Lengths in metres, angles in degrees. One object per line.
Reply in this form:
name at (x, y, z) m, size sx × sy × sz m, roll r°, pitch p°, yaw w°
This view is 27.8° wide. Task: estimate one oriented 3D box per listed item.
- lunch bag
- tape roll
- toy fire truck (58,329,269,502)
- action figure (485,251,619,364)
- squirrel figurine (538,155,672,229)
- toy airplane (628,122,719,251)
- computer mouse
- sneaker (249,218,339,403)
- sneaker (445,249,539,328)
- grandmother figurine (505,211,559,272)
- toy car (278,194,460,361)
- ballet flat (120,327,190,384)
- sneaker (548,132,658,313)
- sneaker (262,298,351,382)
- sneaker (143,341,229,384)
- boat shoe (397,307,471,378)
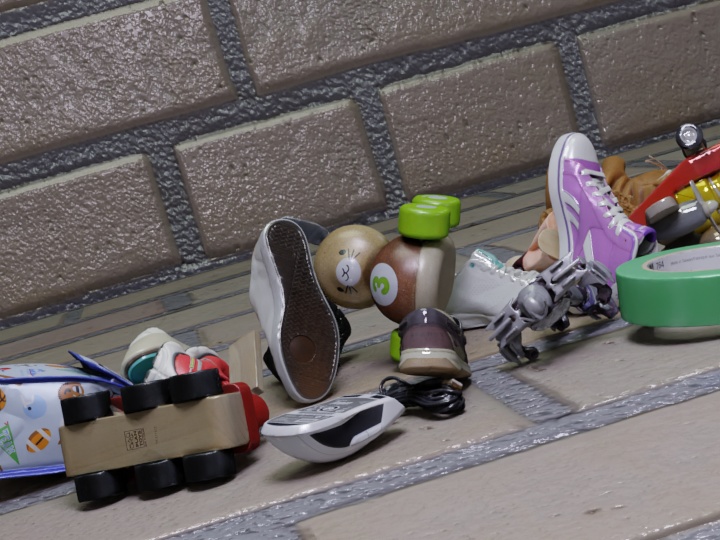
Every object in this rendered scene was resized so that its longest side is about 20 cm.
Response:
lunch bag at (-0.311, 0.149, 1.515) m, size 0.199 × 0.124 × 0.170 m, roll 0°, pitch 1°, yaw -19°
tape roll at (0.343, 0.009, 1.371) m, size 0.200 × 0.048 × 0.200 m, roll -8°, pitch 7°, yaw 1°
toy fire truck at (-0.165, 0.131, 1.369) m, size 0.176 × 0.129 × 0.200 m, roll -13°, pitch -5°, yaw 21°
action figure at (0.192, 0.034, 1.419) m, size 0.130 × 0.070 × 0.200 m, roll -32°, pitch -9°, yaw 18°
squirrel figurine at (0.346, -0.078, 1.975) m, size 0.186 × 0.142 × 0.200 m, roll 0°, pitch 27°, yaw 27°
toy airplane at (0.364, -0.052, 1.660) m, size 0.200 × 0.141 × 0.199 m, roll -33°, pitch -21°, yaw -36°
computer mouse at (-0.003, 0.132, 1.260) m, size 0.200 × 0.044 × 0.109 m, roll -14°, pitch 8°, yaw -43°
sneaker at (-0.074, 0.052, 1.551) m, size 0.073 × 0.201 × 0.085 m, roll -1°, pitch -22°, yaw -25°
sneaker at (0.158, 0.016, 1.659) m, size 0.200 × 0.089 × 0.075 m, roll -10°, pitch 7°, yaw 39°
grandmother figurine at (0.214, -0.017, 1.735) m, size 0.121 × 0.061 × 0.200 m, roll -30°, pitch -7°, yaw -21°
toy car at (0.000, 0.000, 1.584) m, size 0.199 × 0.165 × 0.158 m, roll 6°, pitch 11°, yaw 11°
ballet flat at (-0.224, 0.100, 1.651) m, size 0.069 × 0.070 × 0.200 m, roll -13°, pitch -19°, yaw 16°
sneaker at (0.270, -0.059, 1.567) m, size 0.073 × 0.201 × 0.114 m, roll 2°, pitch -12°, yaw -43°
sneaker at (-0.073, 0.101, 1.652) m, size 0.088 × 0.076 × 0.200 m, roll -38°, pitch 2°, yaw 20°
sneaker at (-0.171, 0.131, 1.578) m, size 0.085 × 0.077 × 0.200 m, roll 29°, pitch 1°, yaw 13°
boat shoe at (0.069, 0.068, 1.371) m, size 0.072 × 0.065 × 0.200 m, roll 3°, pitch -4°, yaw 8°
